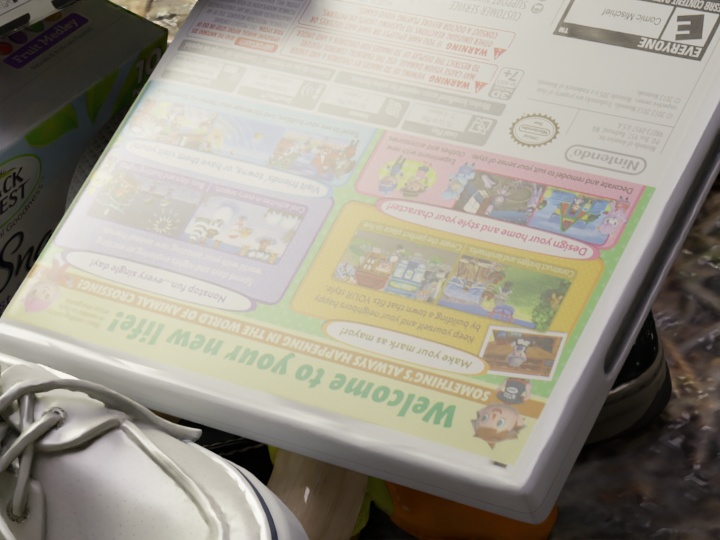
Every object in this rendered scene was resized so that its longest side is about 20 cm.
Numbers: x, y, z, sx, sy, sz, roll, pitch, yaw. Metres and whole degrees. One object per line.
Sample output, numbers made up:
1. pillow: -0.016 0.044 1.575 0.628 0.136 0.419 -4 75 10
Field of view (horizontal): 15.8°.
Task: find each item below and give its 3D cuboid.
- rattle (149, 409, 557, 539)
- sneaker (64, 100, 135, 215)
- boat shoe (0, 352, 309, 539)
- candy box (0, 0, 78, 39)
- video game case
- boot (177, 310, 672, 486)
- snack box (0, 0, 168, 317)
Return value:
1. rattle: -0.051 0.113 0.838 0.130 0.143 0.200 30 85 32
2. sneaker: -0.041 -0.045 0.946 0.070 0.080 0.200 10 45 23
3. boat shoe: -0.100 0.055 0.759 0.202 0.086 0.075 26 77 46
4. candy box: -0.116 -0.128 0.918 0.200 0.061 0.136 -23 15 21
5. video game case: 0.008 -0.027 0.793 0.200 0.022 0.182 14 63 33
6. boot: 0.001 -0.001 0.888 0.203 0.154 0.074 -12 30 -3
7. snack box: -0.152 0.001 0.938 0.053 0.142 0.200 27 45 21
